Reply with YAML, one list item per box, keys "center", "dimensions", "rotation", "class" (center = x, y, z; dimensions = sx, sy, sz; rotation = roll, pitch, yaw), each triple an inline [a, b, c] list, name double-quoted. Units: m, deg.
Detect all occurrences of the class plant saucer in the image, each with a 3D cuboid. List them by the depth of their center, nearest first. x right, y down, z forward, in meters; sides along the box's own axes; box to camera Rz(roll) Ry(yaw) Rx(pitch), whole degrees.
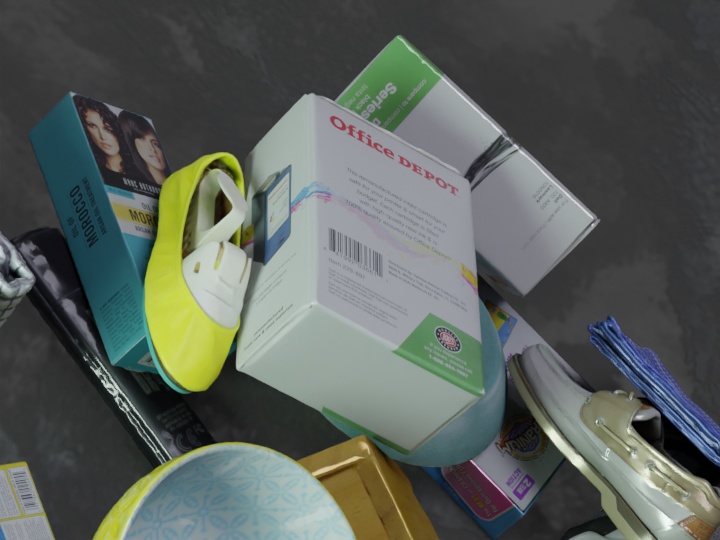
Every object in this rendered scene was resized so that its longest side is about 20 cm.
- center: [0.029, 0.043, 1.719]
  dimensions: [0.199, 0.036, 0.201]
  rotation: [22, 45, -23]
  class: "plant saucer"

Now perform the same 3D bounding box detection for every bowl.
- center: [-0.100, 0.208, 1.465]
  dimensions: [0.199, 0.107, 0.202]
  rotation: [12, 71, -40]
  class: "bowl"

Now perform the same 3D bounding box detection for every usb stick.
- center: [-0.166, 0.055, 1.631]
  dimensions: [0.200, 0.033, 0.055]
  rotation: [52, 33, 8]
  class: "usb stick"

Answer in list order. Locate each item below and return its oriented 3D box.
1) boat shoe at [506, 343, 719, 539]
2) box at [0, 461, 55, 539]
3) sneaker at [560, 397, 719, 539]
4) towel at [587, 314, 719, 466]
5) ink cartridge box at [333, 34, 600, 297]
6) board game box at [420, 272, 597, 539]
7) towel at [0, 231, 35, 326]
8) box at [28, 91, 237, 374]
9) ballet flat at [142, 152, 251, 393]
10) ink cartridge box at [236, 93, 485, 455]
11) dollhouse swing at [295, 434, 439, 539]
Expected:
- center: [0.181, 0.119, 1.717]
  dimensions: [0.200, 0.068, 0.075]
  rotation: [52, 14, 27]
  class: "boat shoe"
- center: [-0.270, 0.184, 1.441]
  dimensions: [0.199, 0.048, 0.118]
  rotation: [-4, 62, -42]
  class: "box"
- center: [0.194, 0.161, 1.799]
  dimensions: [0.199, 0.076, 0.114]
  rotation: [-12, 60, -43]
  class: "sneaker"
- center: [0.238, 0.098, 1.797]
  dimensions: [0.145, 0.024, 0.200]
  rotation: [46, 7, 19]
  class: "towel"
- center: [0.072, -0.075, 1.826]
  dimensions: [0.200, 0.084, 0.146]
  rotation: [43, 0, -1]
  class: "ink cartridge box"
- center: [0.071, 0.076, 1.789]
  dimensions: [0.200, 0.040, 0.153]
  rotation: [45, 43, 1]
  class: "board game box"
- center: [-0.309, -0.012, 1.478]
  dimensions: [0.200, 0.166, 0.086]
  rotation: [46, 48, 2]
  class: "towel"
- center: [-0.154, -0.022, 1.659]
  dimensions: [0.082, 0.049, 0.201]
  rotation: [16, 41, -47]
  class: "box"
- center: [-0.100, -0.008, 1.588]
  dimensions: [0.067, 0.067, 0.201]
  rotation: [38, 29, -28]
  class: "ballet flat"
- center: [0.000, 0.000, 1.626]
  dimensions: [0.145, 0.087, 0.201]
  rotation: [28, 41, -27]
  class: "ink cartridge box"
- center: [-0.021, 0.242, 1.595]
  dimensions: [0.201, 0.175, 0.182]
  rotation: [63, 4, 20]
  class: "dollhouse swing"
